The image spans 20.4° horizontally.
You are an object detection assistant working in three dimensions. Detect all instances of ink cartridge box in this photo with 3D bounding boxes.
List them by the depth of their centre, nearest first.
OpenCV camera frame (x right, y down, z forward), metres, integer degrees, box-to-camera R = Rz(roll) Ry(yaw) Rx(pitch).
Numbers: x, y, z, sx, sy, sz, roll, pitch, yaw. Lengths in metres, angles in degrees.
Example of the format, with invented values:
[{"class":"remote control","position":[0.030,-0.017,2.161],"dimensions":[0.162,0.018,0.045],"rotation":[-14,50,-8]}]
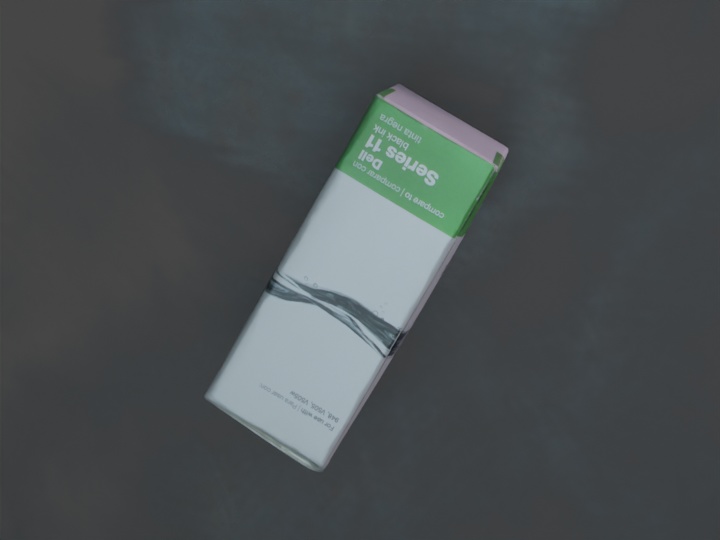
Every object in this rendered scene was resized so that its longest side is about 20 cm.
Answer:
[{"class":"ink cartridge box","position":[0.000,0.000,1.160],"dimensions":[0.083,0.147,0.201],"rotation":[30,99,1]}]
